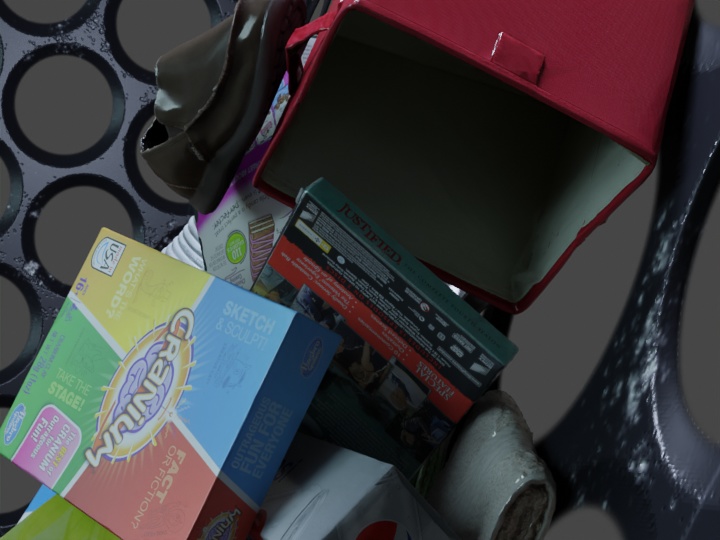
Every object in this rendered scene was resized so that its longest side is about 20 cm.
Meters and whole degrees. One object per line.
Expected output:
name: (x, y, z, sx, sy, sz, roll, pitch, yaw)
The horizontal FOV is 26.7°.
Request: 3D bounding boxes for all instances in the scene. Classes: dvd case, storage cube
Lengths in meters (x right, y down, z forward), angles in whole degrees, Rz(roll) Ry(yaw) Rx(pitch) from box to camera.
dvd case: (-0.008, 0.055, 0.882, 0.022, 0.146, 0.201, -43, -10, -42)
storage cube: (0.066, -0.119, 0.845, 0.171, 0.198, 0.181, -55, 12, 54)

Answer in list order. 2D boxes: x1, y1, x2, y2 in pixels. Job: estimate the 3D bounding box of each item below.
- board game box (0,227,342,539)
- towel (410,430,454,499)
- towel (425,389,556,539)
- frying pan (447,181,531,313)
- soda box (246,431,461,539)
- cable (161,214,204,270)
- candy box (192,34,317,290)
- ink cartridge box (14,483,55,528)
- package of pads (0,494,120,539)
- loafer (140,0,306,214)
board game box: (-0.116, 0.072, 0.870, 0.199, 0.040, 0.154, 20, 82, 46)
towel: (0.021, 0.159, 0.997, 0.149, 0.030, 0.202, 148, 139, -76)
towel: (0.045, 0.171, 0.819, 0.133, 0.034, 0.202, -108, 40, -73)
frying pan: (0.063, 0.019, 0.945, 0.191, 0.031, 0.115, -63, 10, -30)
soda box: (-0.018, 0.139, 0.827, 0.068, 0.064, 0.200, -44, 13, -13)
cable: (-0.061, 0.023, 1.185, 0.070, 0.199, 0.200, -58, 14, 8)
candy box: (-0.044, -0.032, 0.977, 0.136, 0.061, 0.203, -25, 71, 47)
ink cartridge box: (-0.130, 0.209, 0.985, 0.147, 0.198, 0.084, -59, -32, -18)
package of pads: (-0.139, 0.209, 0.881, 0.154, 0.068, 0.200, -37, 44, -2)
loafer: (-0.089, -0.101, 0.881, 0.200, 0.070, 0.074, -55, 12, 54)
